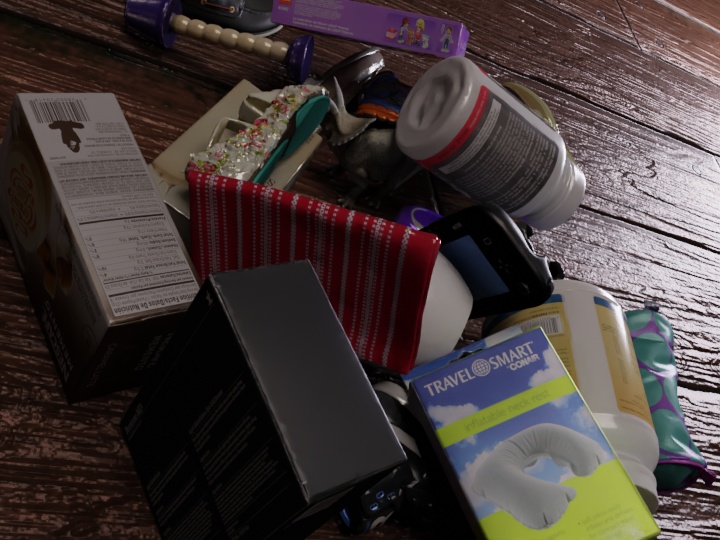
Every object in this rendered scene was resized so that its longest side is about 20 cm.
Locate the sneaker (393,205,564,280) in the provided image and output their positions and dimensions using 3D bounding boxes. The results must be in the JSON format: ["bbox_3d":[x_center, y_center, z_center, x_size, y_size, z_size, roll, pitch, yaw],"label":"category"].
[{"bbox_3d":[0.134,-0.027,0.831,0.199,0.100,0.070,30,46,-13],"label":"sneaker"}]

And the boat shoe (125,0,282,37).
[{"bbox_3d":[-0.166,-0.317,0.890,0.200,0.063,0.074,-3,55,-38],"label":"boat shoe"}]

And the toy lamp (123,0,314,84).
[{"bbox_3d":[-0.150,-0.248,0.816,0.198,0.058,0.058,16,45,1],"label":"toy lamp"}]

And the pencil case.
[{"bbox_3d":[0.313,0.136,0.837,0.092,0.085,0.201,3,49,4],"label":"pencil case"}]

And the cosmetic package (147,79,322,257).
[{"bbox_3d":[-0.126,-0.083,0.718,0.103,0.073,0.200,35,42,-6],"label":"cosmetic package"}]

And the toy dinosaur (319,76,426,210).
[{"bbox_3d":[0.028,-0.119,0.832,0.199,0.102,0.077,14,49,-25],"label":"toy dinosaur"}]

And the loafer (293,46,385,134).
[{"bbox_3d":[-0.032,-0.196,0.889,0.200,0.072,0.063,-40,99,-41],"label":"loafer"}]

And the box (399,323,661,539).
[{"bbox_3d":[0.122,0.136,0.597,0.121,0.048,0.201,-21,61,-9],"label":"box"}]

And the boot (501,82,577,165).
[{"bbox_3d":[0.189,-0.170,1.014,0.154,0.072,0.201,-6,60,-35],"label":"boot"}]

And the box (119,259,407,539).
[{"bbox_3d":[-0.075,0.109,0.501,0.078,0.200,0.142,-12,64,-40],"label":"box"}]

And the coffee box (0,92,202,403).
[{"bbox_3d":[-0.202,-0.021,0.583,0.079,0.114,0.201,-11,64,-40],"label":"coffee box"}]

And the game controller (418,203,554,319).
[{"bbox_3d":[0.099,-0.003,0.721,0.104,0.200,0.042,45,69,-9],"label":"game controller"}]

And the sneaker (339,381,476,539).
[{"bbox_3d":[0.047,0.194,0.622,0.200,0.073,0.112,44,47,13],"label":"sneaker"}]

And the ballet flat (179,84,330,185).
[{"bbox_3d":[-0.087,-0.120,0.671,0.064,0.076,0.200,31,40,0],"label":"ballet flat"}]

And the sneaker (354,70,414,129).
[{"bbox_3d":[0.093,-0.177,0.890,0.198,0.075,0.079,15,76,-17],"label":"sneaker"}]

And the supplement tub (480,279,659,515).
[{"bbox_3d":[0.190,0.126,0.715,0.144,0.145,0.201,20,47,-21],"label":"supplement tub"}]

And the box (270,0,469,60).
[{"bbox_3d":[0.016,-0.266,0.846,0.198,0.039,0.137,14,15,8],"label":"box"}]

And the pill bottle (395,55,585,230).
[{"bbox_3d":[0.142,-0.122,0.804,0.199,0.111,0.111,29,42,-30],"label":"pill bottle"}]

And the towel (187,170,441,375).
[{"bbox_3d":[-0.042,0.006,0.607,0.198,0.145,0.023,16,41,7],"label":"towel"}]

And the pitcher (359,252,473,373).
[{"bbox_3d":[0.000,0.000,0.718,0.199,0.122,0.172,29,24,-3],"label":"pitcher"}]
